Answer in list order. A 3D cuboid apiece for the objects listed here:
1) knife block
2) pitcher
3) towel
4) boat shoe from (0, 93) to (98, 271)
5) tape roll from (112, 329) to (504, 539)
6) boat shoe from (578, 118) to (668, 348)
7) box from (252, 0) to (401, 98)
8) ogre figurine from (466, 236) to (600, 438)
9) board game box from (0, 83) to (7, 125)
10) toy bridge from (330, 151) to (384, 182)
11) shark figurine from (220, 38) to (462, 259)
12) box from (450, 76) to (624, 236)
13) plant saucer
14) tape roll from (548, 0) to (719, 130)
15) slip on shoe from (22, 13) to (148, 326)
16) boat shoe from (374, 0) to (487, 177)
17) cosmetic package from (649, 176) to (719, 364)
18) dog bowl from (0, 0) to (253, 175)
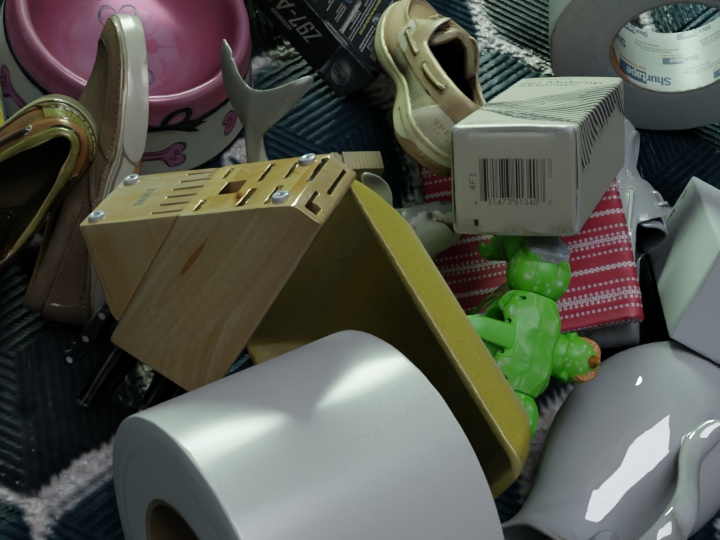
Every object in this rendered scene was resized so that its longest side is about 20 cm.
[{"bbox_3d":[-0.084,0.030,0.776,0.199,0.176,0.064,-5,29,23],"label":"knife block"},{"bbox_3d":[0.179,0.130,0.834,0.200,0.171,0.121,-42,98,-33],"label":"pitcher"},{"bbox_3d":[0.119,-0.038,0.966,0.144,0.023,0.201,-12,60,11],"label":"towel"},{"bbox_3d":[-0.238,-0.025,0.782,0.072,0.200,0.068,40,8,-19],"label":"boat shoe"},{"bbox_3d":[-0.033,0.149,0.730,0.139,0.203,0.203,-20,68,-28],"label":"tape roll"},{"bbox_3d":[0.194,-0.031,0.984,0.068,0.072,0.201,4,53,20],"label":"boat shoe"},{"bbox_3d":[-0.014,-0.262,1.040,0.160,0.043,0.201,45,51,-25],"label":"box"},{"bbox_3d":[0.092,0.054,0.841,0.098,0.120,0.201,34,78,-2],"label":"ogre figurine"},{"bbox_3d":[-0.303,-0.101,0.873,0.134,0.034,0.201,-12,64,-10],"label":"board game box"},{"bbox_3d":[0.000,0.000,0.938,0.067,0.027,0.201,-3,61,-19],"label":"toy bridge"},{"bbox_3d":[-0.036,-0.047,0.883,0.214,0.128,0.089,35,3,-36],"label":"shark figurine"},{"bbox_3d":[0.121,-0.079,0.865,0.082,0.069,0.200,2,17,17],"label":"box"},{"bbox_3d":[0.019,0.069,0.800,0.048,0.200,0.201,-18,67,-32],"label":"plant saucer"},{"bbox_3d":[0.248,-0.197,1.039,0.199,0.201,0.067,12,57,-12],"label":"tape roll"},{"bbox_3d":[-0.175,-0.065,0.846,0.060,0.076,0.201,6,99,-19],"label":"slip on shoe"},{"bbox_3d":[0.059,-0.147,0.954,0.071,0.065,0.201,27,32,-27],"label":"boat shoe"},{"bbox_3d":[0.271,0.008,0.941,0.101,0.072,0.200,28,19,-1],"label":"cosmetic package"},{"bbox_3d":[-0.167,-0.166,0.953,0.199,0.074,0.201,8,58,-13],"label":"dog bowl"}]
